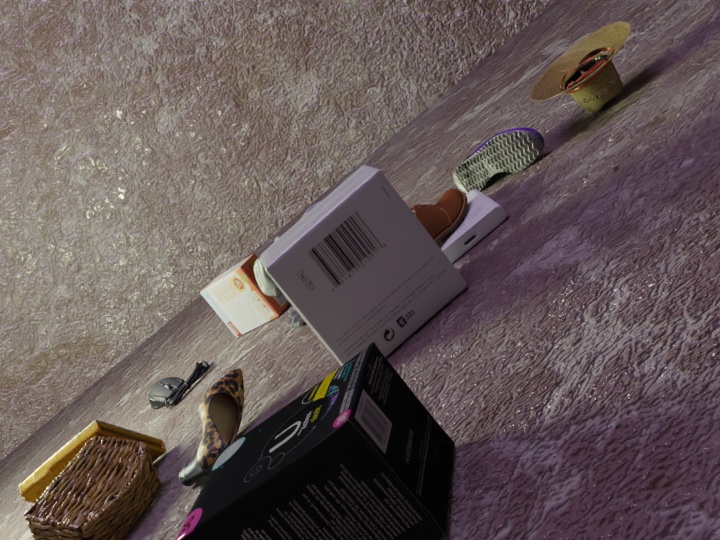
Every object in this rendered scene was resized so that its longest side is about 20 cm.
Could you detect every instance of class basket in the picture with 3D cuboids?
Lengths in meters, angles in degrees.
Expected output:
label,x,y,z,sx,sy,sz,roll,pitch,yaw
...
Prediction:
label,x,y,z,sx,sy,sz,roll,pitch,yaw
basket,-0.396,0.380,1.443,0.140,0.152,0.201,3,29,20

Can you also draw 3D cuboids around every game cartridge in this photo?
label,x,y,z,sx,sy,sz,roll,pitch,yaw
game cartridge,-0.462,0.344,1.601,0.199,0.176,0.033,-40,55,11

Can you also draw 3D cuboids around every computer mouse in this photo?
label,x,y,z,sx,sy,sz,roll,pitch,yaw
computer mouse,-0.409,0.244,2.062,0.141,0.046,0.199,-46,12,-23

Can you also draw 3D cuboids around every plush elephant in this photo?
label,x,y,z,sx,sy,sz,roll,pitch,yaw
plush elephant,-0.117,-0.005,1.768,0.164,0.156,0.200,-26,17,51

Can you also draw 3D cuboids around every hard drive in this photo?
label,x,y,z,sx,sy,sz,roll,pitch,yaw
hard drive,0.152,-0.066,1.445,0.131,0.026,0.200,-40,11,5

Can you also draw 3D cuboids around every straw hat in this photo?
label,x,y,z,sx,sy,sz,roll,pitch,yaw
straw hat,0.370,-0.299,1.475,0.200,0.085,0.202,-39,17,14

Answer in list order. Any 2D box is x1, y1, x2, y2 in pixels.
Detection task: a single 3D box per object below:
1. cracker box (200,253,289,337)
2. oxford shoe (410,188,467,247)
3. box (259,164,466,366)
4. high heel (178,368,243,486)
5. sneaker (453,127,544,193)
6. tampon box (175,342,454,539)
label,x,y,z,sx,sy,sz,roll,pitch,yaw
cracker box,-0.253,0.057,2.039,0.199,0.135,0.058,-26,16,50
oxford shoe,0.104,-0.079,1.408,0.071,0.072,0.200,-31,13,42
box,0.000,0.000,1.242,0.198,0.201,0.131,-40,13,-1
high heel,-0.191,0.213,1.355,0.142,0.071,0.202,-37,26,50
sneaker,0.244,-0.206,1.572,0.100,0.070,0.199,-45,12,-35
tampon box,-0.035,0.190,0.802,0.199,0.127,0.150,-37,11,18
